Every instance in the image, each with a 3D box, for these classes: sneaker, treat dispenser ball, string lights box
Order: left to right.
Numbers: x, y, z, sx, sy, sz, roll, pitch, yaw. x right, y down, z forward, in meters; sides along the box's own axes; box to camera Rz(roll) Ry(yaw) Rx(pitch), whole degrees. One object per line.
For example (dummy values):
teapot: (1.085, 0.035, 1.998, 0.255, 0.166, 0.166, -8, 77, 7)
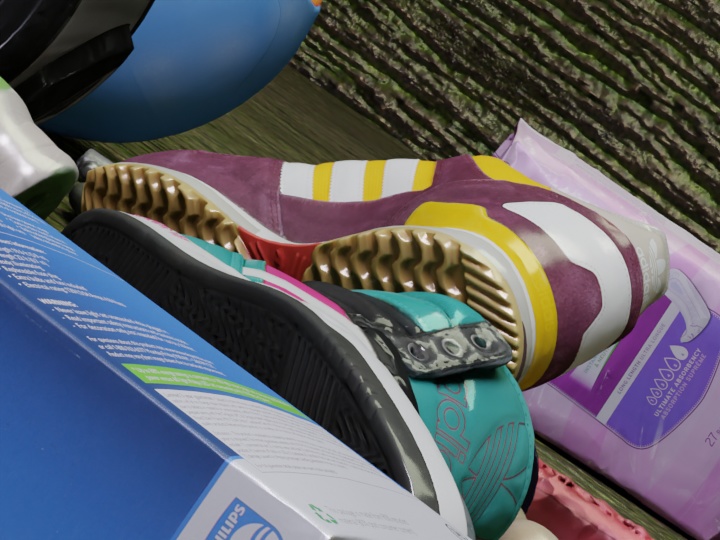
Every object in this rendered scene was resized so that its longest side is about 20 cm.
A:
string lights box: (-0.077, 0.023, 0.621, 0.200, 0.059, 0.103, 35, 5, 22)
treat dispenser ball: (-0.107, -0.157, 1.305, 0.200, 0.201, 0.201, 33, 5, -3)
sneaker: (0.000, 0.000, 0.899, 0.090, 0.075, 0.199, -17, 22, -42)
sneaker: (0.002, 0.051, 0.759, 0.120, 0.084, 0.200, 18, 12, -34)

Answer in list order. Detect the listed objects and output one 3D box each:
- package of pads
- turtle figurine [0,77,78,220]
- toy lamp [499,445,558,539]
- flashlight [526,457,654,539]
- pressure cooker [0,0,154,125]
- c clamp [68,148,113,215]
package of pads: (0.122, 0.030, 1.423, 0.200, 0.121, 0.076, 34, 5, 2)
turtle figurine: (-0.180, -0.070, 0.784, 0.194, 0.200, 0.144, 55, -13, 14)
toy lamp: (0.063, 0.094, 0.840, 0.200, 0.058, 0.058, 40, 8, 40)
flashlight: (0.083, 0.092, 0.925, 0.200, 0.068, 0.068, 36, 8, 11)
pressure cooker: (-0.145, -0.132, 0.978, 0.175, 0.179, 0.200, 30, 6, 2)
c clamp: (-0.040, 0.006, 1.182, 0.200, 0.027, 0.171, 34, 5, 12)
